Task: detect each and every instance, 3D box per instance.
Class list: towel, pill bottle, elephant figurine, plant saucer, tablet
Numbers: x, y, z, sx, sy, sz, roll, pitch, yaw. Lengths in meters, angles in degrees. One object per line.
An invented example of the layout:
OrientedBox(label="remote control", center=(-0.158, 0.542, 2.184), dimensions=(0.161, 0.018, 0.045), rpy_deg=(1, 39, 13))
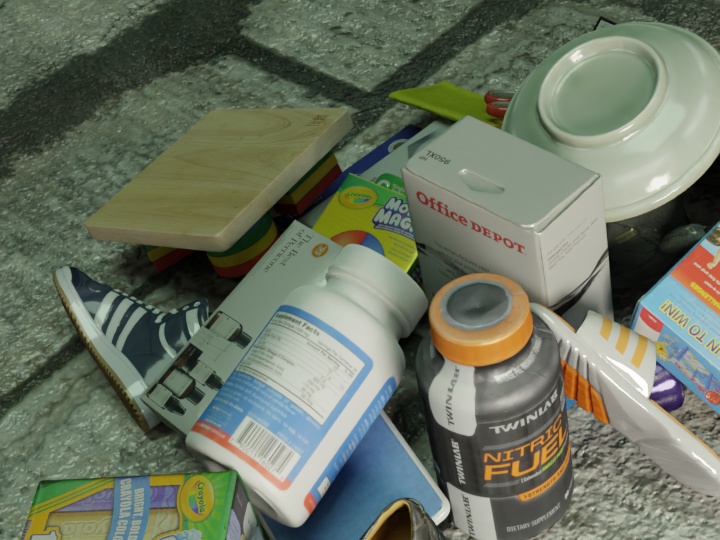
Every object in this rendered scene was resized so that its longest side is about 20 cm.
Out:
OrientedBox(label="towel", center=(0.125, -0.156, 1.390), dimensions=(0.085, 0.018, 0.199), rpy_deg=(-12, 26, -42))
OrientedBox(label="pill bottle", center=(-0.034, 0.084, 1.080), dimensions=(0.112, 0.113, 0.201), rpy_deg=(24, 69, 35))
OrientedBox(label="elephant figurine", center=(0.240, -0.070, 1.241), dimensions=(0.155, 0.142, 0.200), rpy_deg=(41, 42, 11))
OrientedBox(label="plant saucer", center=(0.200, -0.134, 1.143), dimensions=(0.198, 0.050, 0.202), rpy_deg=(-15, 51, 20))
OrientedBox(label="tablet", center=(-0.028, 0.156, 1.106), dimensions=(0.130, 0.014, 0.200), rpy_deg=(-37, 50, -2))
OrientedBox(label="pill bottle", center=(0.097, 0.097, 1.027), dimensions=(0.105, 0.201, 0.107), rpy_deg=(-8, 41, 7))

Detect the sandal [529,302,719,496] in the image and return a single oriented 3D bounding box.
OrientedBox(label="sandal", center=(0.204, 0.085, 1.055), dimensions=(0.206, 0.079, 0.059), rpy_deg=(40, 69, 0))

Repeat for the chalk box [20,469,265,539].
OrientedBox(label="chalk box", center=(-0.133, 0.229, 1.002), dimensions=(0.197, 0.125, 0.125), rpy_deg=(-4, 42, 12))

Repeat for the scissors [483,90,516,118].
OrientedBox(label="scissors", center=(0.214, -0.164, 1.385), dimensions=(0.197, 0.014, 0.073), rpy_deg=(-2, 20, -11))

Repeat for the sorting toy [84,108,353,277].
OrientedBox(label="sorting toy", center=(-0.125, -0.070, 1.344), dimensions=(0.199, 0.070, 0.199), rpy_deg=(6, 42, 43))

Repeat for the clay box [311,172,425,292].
OrientedBox(label="clay box", center=(0.000, 0.000, 1.230), dimensions=(0.114, 0.048, 0.201), rpy_deg=(23, 74, 35))

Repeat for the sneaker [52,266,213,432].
OrientedBox(label="sneaker", center=(-0.192, 0.047, 1.257), dimensions=(0.108, 0.070, 0.200), rpy_deg=(-32, 51, -13))

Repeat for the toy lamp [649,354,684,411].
OrientedBox(label="toy lamp", center=(0.287, 0.063, 1.127), dimensions=(0.198, 0.059, 0.058), rpy_deg=(-22, 42, -14))

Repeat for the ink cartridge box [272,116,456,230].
OrientedBox(label="ink cartridge box", center=(0.043, -0.071, 1.349), dimensions=(0.199, 0.041, 0.199), rpy_deg=(-37, 46, -24))

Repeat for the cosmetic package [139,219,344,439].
OrientedBox(label="cosmetic package", center=(-0.084, 0.057, 1.164), dimensions=(0.082, 0.051, 0.200), rpy_deg=(29, 73, 39))

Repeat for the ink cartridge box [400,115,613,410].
OrientedBox(label="ink cartridge box", center=(0.122, -0.004, 1.132), dimensions=(0.144, 0.201, 0.084), rpy_deg=(29, 56, 37))

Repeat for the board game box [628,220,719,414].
OrientedBox(label="board game box", center=(0.342, 0.039, 1.076), dimensions=(0.195, 0.056, 0.200), rpy_deg=(-40, 68, -20))

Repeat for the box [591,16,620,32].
OrientedBox(label="box", center=(0.318, -0.139, 1.246), dimensions=(0.198, 0.199, 0.050), rpy_deg=(38, 102, 40))

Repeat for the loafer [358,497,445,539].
OrientedBox(label="loafer", center=(-0.007, 0.246, 0.973), dimensions=(0.072, 0.073, 0.201), rpy_deg=(15, 62, 23))
